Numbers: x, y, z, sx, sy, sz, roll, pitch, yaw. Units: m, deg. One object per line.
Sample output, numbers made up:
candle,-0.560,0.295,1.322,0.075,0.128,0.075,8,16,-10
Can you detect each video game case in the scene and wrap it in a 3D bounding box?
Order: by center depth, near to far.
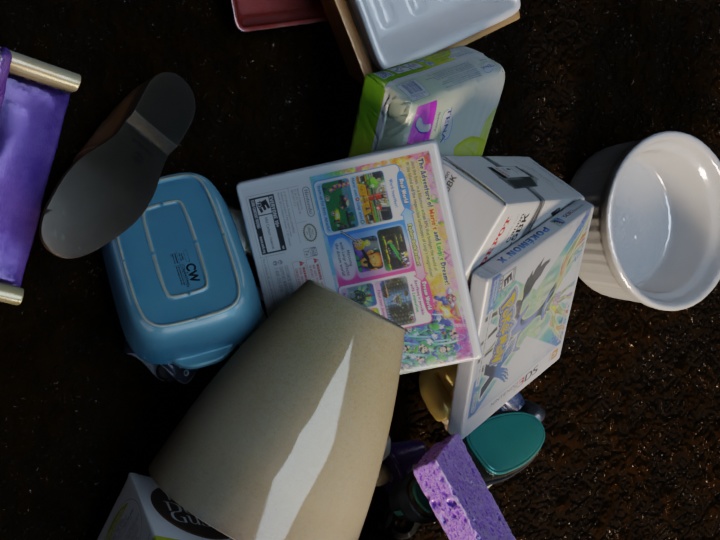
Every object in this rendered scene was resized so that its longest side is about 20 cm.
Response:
video game case,0.000,0.000,0.998,0.181,0.024,0.201,-12,101,7
video game case,0.158,0.048,1.106,0.182,0.022,0.201,-32,139,-40

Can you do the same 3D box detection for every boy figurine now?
boy figurine,0.114,0.106,1.189,0.124,0.064,0.200,-50,117,-17

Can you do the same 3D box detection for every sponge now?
sponge,0.116,0.251,1.019,0.030,0.112,0.200,-30,85,14

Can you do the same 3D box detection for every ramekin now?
ramekin,0.327,-0.056,1.290,0.200,0.098,0.201,-1,91,-31

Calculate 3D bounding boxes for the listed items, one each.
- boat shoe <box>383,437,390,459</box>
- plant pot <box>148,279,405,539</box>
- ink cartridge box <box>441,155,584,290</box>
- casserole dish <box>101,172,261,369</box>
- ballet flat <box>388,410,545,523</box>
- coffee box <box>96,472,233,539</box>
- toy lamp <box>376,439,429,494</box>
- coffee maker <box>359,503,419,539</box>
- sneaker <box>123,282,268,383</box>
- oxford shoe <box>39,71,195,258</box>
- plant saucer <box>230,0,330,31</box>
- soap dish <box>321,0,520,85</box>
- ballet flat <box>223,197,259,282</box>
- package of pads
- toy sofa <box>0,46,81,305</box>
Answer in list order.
boat shoe,-0.060,0.150,1.078,0.199,0.075,0.093,-8,103,-30
plant pot,-0.048,0.117,0.937,0.187,0.187,0.201,27,90,-28
ink cartridge box,0.118,-0.031,1.095,0.200,0.083,0.147,-10,134,-58
casserole dish,-0.159,-0.010,0.970,0.121,0.039,0.201,-15,61,-11
ballet flat,0.104,0.200,1.136,0.200,0.073,0.073,-24,104,-39
coffee box,-0.127,0.320,0.944,0.199,0.198,0.201,21,102,-30
toy lamp,-0.016,0.221,1.120,0.199,0.058,0.058,-18,101,-26
coffee maker,0.040,0.310,1.071,0.135,0.200,0.193,35,74,-27
sneaker,-0.124,0.062,1.040,0.199,0.070,0.109,17,78,-23
oxford shoe,-0.216,-0.085,0.967,0.071,0.071,0.200,50,53,-27
plant saucer,-0.057,-0.341,1.088,0.199,0.037,0.201,-15,100,-30
soap dish,0.048,-0.282,1.085,0.200,0.081,0.158,-30,106,-26
ballet flat,-0.097,-0.024,1.055,0.199,0.068,0.068,21,82,-29
package of pads,0.055,-0.106,1.074,0.154,0.068,0.201,-27,142,-43
toy sofa,-0.295,-0.078,0.919,0.083,0.097,0.201,17,82,-30
